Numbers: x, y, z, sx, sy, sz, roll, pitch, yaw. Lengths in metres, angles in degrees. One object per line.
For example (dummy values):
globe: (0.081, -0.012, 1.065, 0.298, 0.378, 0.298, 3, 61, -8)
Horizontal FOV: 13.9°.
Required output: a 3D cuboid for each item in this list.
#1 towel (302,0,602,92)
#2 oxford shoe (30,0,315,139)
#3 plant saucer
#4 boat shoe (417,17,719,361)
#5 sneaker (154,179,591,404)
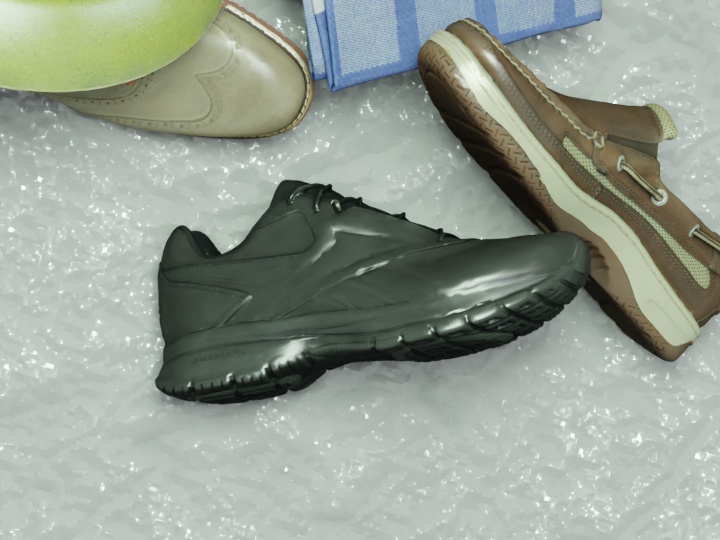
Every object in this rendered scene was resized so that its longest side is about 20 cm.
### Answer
towel: (0.030, -0.188, 1.266, 0.146, 0.024, 0.201, -16, 112, -18)
oxford shoe: (-0.117, -0.094, 1.276, 0.199, 0.075, 0.071, 15, 107, -7)
plant saucer: (-0.148, -0.160, 1.247, 0.199, 0.031, 0.201, 11, 48, -13)
boat shoe: (0.103, -0.050, 1.307, 0.075, 0.075, 0.202, -44, 126, -5)
sneaker: (0.000, 0.000, 1.281, 0.199, 0.076, 0.091, -11, 79, 10)
